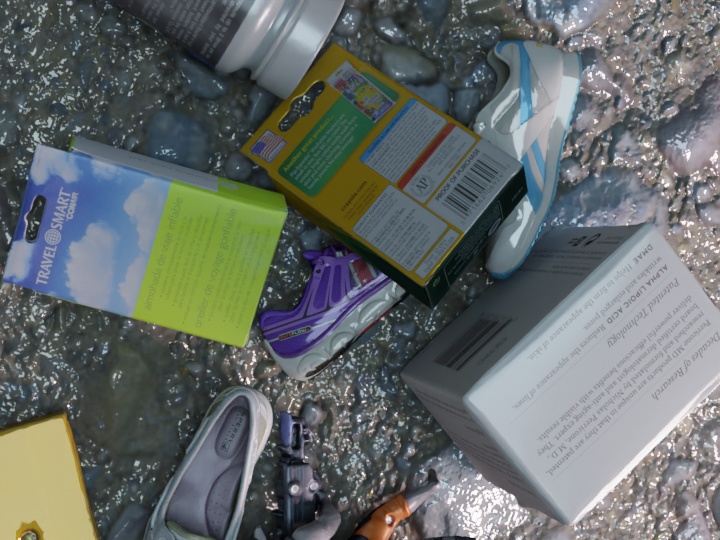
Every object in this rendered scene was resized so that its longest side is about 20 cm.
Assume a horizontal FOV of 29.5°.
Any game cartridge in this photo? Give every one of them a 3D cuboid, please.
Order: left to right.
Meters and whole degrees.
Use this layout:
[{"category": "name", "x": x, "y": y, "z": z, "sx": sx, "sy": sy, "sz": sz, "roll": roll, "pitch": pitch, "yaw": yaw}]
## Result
[{"category": "game cartridge", "x": -0.307, "y": 0.223, "z": 1.078, "sx": 0.197, "sy": 0.032, "sz": 0.179, "roll": -14, "pitch": 94, "yaw": -9}]

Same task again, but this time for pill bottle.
[{"category": "pill bottle", "x": -0.118, "y": -0.227, "z": 1.064, "sx": 0.199, "sy": 0.114, "sz": 0.115, "roll": 32, "pitch": 85, "yaw": -10}]

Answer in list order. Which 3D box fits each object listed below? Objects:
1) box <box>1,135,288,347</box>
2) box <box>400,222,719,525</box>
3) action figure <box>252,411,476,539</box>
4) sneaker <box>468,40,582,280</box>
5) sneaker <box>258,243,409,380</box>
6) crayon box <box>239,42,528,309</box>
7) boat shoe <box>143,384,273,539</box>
[{"category": "box", "x": -0.168, "y": -0.024, "z": 1.075, "sx": 0.198, "sy": 0.048, "sz": 0.123, "roll": 16, "pitch": 107, "yaw": -12}, {"category": "box", "x": 0.162, "y": 0.074, "z": 1.085, "sx": 0.200, "sy": 0.199, "sz": 0.131, "roll": -42, "pitch": 99, "yaw": -8}, {"category": "action figure", "x": -0.014, "y": 0.213, "z": 1.104, "sx": 0.191, "sy": 0.104, "sz": 0.203, "roll": -10, "pitch": 94, "yaw": -20}, {"category": "sneaker", "x": 0.126, "y": -0.093, "z": 1.144, "sx": 0.080, "sy": 0.077, "sz": 0.203, "roll": 13, "pitch": 83, "yaw": -3}, {"category": "sneaker", "x": 0.000, "y": 0.000, "z": 1.115, "sx": 0.200, "sy": 0.081, "sz": 0.084, "roll": -40, "pitch": 86, "yaw": -12}, {"category": "crayon box", "x": 0.018, "y": -0.079, "z": 1.090, "sx": 0.199, "sy": 0.052, "sz": 0.126, "roll": 36, "pitch": 78, "yaw": 23}, {"category": "boat shoe", "x": -0.126, "y": 0.188, "z": 1.089, "sx": 0.074, "sy": 0.065, "sz": 0.204, "roll": 24, "pitch": 85, "yaw": 4}]
